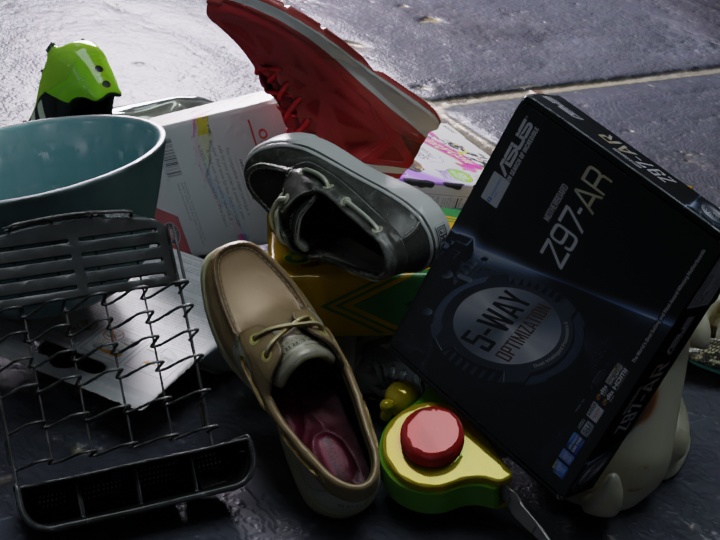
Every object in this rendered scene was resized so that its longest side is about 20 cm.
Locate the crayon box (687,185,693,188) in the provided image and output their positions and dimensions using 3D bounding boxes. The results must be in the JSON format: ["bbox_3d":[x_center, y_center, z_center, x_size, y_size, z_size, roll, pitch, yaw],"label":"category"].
[{"bbox_3d":[0.202,-0.018,1.152,0.200,0.127,0.051,11,27,5],"label":"crayon box"}]

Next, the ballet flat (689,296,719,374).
[{"bbox_3d":[0.260,0.042,1.106,0.200,0.075,0.068,10,26,5],"label":"ballet flat"}]

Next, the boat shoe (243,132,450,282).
[{"bbox_3d":[-0.028,-0.044,0.938,0.064,0.071,0.200,-24,31,-34],"label":"boat shoe"}]

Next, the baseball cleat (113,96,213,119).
[{"bbox_3d":[-0.221,-0.141,1.327,0.200,0.070,0.106,-6,20,-35],"label":"baseball cleat"}]

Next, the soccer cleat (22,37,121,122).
[{"bbox_3d":[-0.251,-0.110,1.165,0.067,0.200,0.081,-19,64,-34],"label":"soccer cleat"}]

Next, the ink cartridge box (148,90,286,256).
[{"bbox_3d":[-0.092,-0.084,1.131,0.200,0.117,0.067,-8,18,29],"label":"ink cartridge box"}]

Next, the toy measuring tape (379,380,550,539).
[{"bbox_3d":[0.065,0.148,0.869,0.073,0.074,0.200,-11,48,-33],"label":"toy measuring tape"}]

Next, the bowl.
[{"bbox_3d":[-0.233,-0.035,0.989,0.200,0.105,0.201,-6,22,2],"label":"bowl"}]

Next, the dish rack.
[{"bbox_3d":[-0.163,0.056,0.868,0.153,0.200,0.055,-9,-10,-28],"label":"dish rack"}]

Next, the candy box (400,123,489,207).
[{"bbox_3d":[0.033,-0.083,1.258,0.200,0.072,0.168,2,26,-33],"label":"candy box"}]

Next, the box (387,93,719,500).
[{"bbox_3d":[0.124,0.015,0.850,0.160,0.200,0.043,41,27,28],"label":"box"}]

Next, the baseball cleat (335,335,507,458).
[{"bbox_3d":[0.036,0.087,0.987,0.106,0.070,0.200,-15,26,-19],"label":"baseball cleat"}]

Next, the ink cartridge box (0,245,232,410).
[{"bbox_3d":[-0.172,0.047,1.023,0.162,0.050,0.200,18,34,20],"label":"ink cartridge box"}]

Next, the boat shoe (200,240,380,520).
[{"bbox_3d":[-0.039,0.062,0.882,0.074,0.066,0.200,-27,79,-21],"label":"boat shoe"}]

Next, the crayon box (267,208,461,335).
[{"bbox_3d":[0.000,0.000,1.008,0.199,0.051,0.127,-2,25,-5],"label":"crayon box"}]

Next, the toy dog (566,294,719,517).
[{"bbox_3d":[0.170,0.049,0.930,0.139,0.200,0.194,15,28,15],"label":"toy dog"}]

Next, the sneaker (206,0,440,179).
[{"bbox_3d":[-0.046,-0.118,1.007,0.200,0.116,0.078,31,-1,-15],"label":"sneaker"}]
